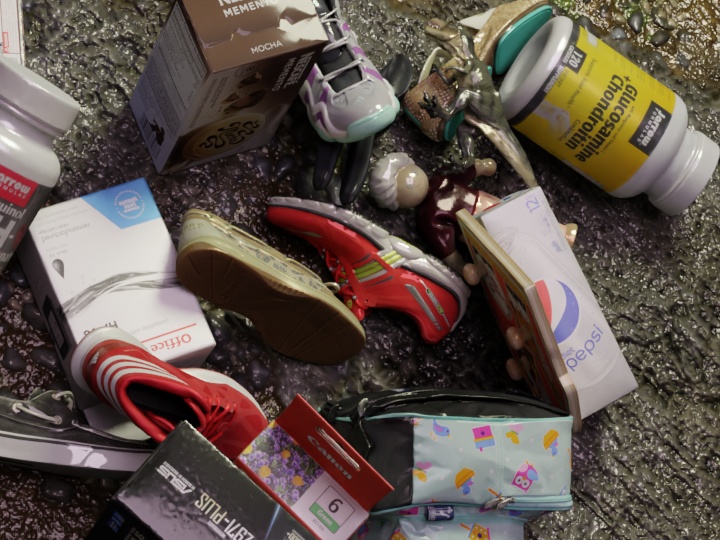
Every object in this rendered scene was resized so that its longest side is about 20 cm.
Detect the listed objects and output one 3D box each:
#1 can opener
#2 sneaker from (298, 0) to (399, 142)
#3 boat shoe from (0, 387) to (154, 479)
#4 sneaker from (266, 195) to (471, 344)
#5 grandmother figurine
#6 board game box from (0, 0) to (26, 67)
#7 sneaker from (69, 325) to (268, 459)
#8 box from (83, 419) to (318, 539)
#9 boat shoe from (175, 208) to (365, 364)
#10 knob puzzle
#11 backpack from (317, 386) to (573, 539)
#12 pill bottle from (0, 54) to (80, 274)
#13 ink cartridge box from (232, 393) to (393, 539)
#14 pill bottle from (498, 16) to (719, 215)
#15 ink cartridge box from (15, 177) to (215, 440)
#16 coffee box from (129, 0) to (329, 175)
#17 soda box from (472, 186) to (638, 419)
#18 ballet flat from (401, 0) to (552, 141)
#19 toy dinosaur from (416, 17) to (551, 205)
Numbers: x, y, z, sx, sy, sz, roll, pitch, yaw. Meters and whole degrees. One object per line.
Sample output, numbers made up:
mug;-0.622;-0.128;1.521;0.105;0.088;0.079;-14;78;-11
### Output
can opener;-0.007;-0.126;1.767;0.063;0.079;0.201;24;40;1
sneaker;-0.038;-0.201;1.721;0.077;0.200;0.141;-28;122;-8
boat shoe;-0.253;0.125;1.590;0.198;0.071;0.064;11;76;-8
sneaker;0.000;0.000;1.741;0.199;0.077;0.085;29;88;-4
grandmother figurine;0.098;-0.054;1.810;0.198;0.061;0.122;22;54;-12
board game box;-0.388;-0.194;1.674;0.198;0.097;0.161;1;68;-19
sneaker;-0.135;0.123;1.586;0.199;0.115;0.079;26;98;-38
box;-0.125;0.228;1.528;0.164;0.200;0.086;42;59;1
boat shoe;-0.072;0.013;1.689;0.200;0.073;0.063;36;32;-34
knob puzzle;0.136;0.066;1.711;0.030;0.220;0.221;-26;78;-6
backpack;0.077;0.169;1.643;0.198;0.176;0.155;-6;87;-22
pill bottle;-0.309;-0.067;1.592;0.110;0.111;0.201;31;95;-4
ink cartridge box;-0.054;0.180;1.573;0.109;0.200;0.050;44;61;3
pill bottle;0.233;-0.139;1.856;0.199;0.112;0.113;33;61;-12
ink cartridge box;-0.198;0.037;1.660;0.115;0.067;0.201;-19;76;-25
coffee box;-0.115;-0.170;1.701;0.112;0.200;0.080;-18;75;-25
soda box;0.168;0.029;1.759;0.063;0.068;0.201;-27;93;-10
ballet flat;0.106;-0.203;1.873;0.065;0.071;0.200;30;55;17
toy dinosaur;0.100;-0.135;1.788;0.088;0.047;0.201;-27;89;-32
